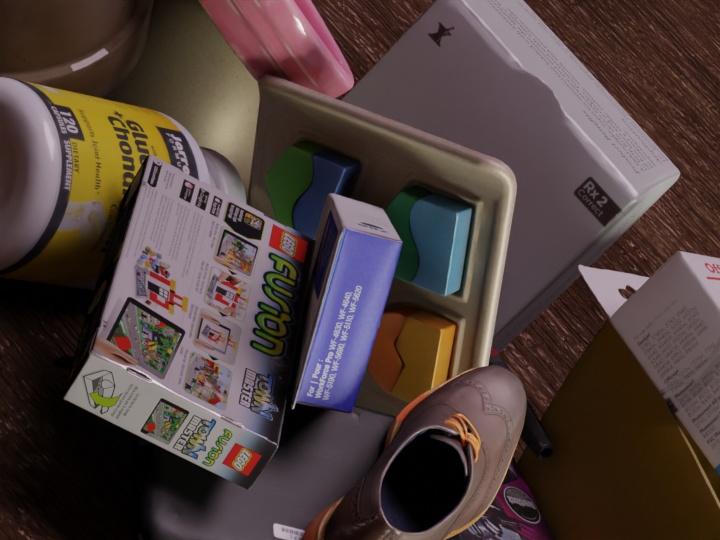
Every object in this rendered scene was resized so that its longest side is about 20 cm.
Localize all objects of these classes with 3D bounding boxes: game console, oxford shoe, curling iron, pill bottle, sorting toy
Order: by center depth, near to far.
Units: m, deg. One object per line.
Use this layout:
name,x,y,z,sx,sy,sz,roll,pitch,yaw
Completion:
oxford shoe,0.047,0.105,1.474,0.071,0.073,0.200,44,42,-2
game console,-0.059,0.118,1.522,0.200,0.116,0.176,16,51,-28
pill bottle,-0.158,-0.045,1.609,0.200,0.112,0.112,9,42,-54
sorting toy,0.000,0.000,1.634,0.185,0.201,0.036,22,31,30
curling iron,0.081,0.056,1.803,0.200,0.025,0.050,-116,-170,-45

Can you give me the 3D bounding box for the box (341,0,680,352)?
box,0.080,-0.066,1.934,0.199,0.200,0.131,48,20,8

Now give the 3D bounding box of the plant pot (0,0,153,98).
plant pot,-0.213,-0.214,1.620,0.199,0.174,0.200,5,53,-7

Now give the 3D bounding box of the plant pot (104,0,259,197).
plant pot,-0.105,-0.145,1.841,0.200,0.134,0.200,36,25,-20

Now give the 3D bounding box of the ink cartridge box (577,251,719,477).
ink cartridge box,0.233,0.056,1.701,0.116,0.068,0.200,9,42,-55

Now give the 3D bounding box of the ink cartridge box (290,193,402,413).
ink cartridge box,-0.011,0.018,1.502,0.039,0.100,0.200,16,7,-4

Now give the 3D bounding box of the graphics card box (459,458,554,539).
graphics card box,0.057,0.156,1.704,0.125,0.051,0.200,16,35,-38

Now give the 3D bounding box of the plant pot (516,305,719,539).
plant pot,0.201,0.175,1.762,0.200,0.176,0.200,24,31,-40

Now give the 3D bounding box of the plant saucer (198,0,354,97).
plant saucer,-0.077,-0.185,1.687,0.201,0.051,0.201,56,5,-7

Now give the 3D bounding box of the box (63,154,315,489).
box,-0.087,0.024,1.468,0.110,0.035,0.200,28,31,-11
